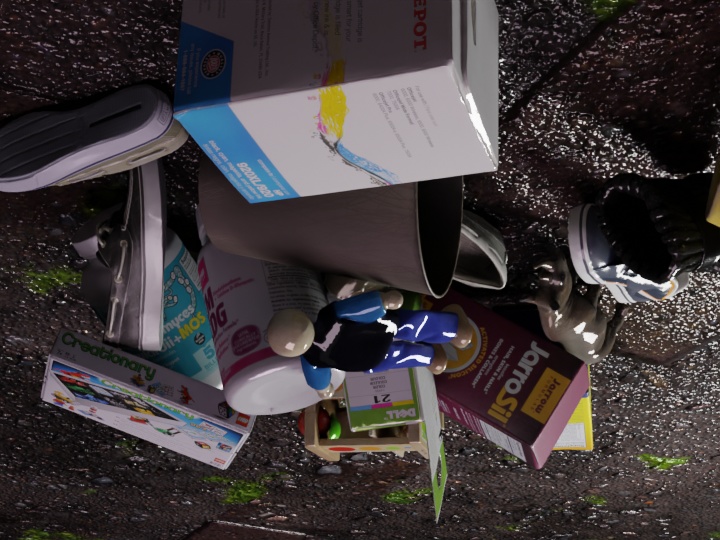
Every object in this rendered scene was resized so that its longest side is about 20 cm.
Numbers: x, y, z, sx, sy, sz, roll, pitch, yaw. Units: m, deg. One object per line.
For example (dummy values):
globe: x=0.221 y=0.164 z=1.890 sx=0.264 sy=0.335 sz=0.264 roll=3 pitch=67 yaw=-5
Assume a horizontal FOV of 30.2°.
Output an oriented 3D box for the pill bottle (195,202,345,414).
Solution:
pill bottle: x=-0.090 y=0.022 z=1.243 sx=0.113 sy=0.201 sz=0.114 roll=-12 pitch=153 yaw=-6

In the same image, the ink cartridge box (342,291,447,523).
ink cartridge box: x=0.034 y=0.135 z=1.320 sx=0.075 sy=0.201 sz=0.148 roll=-8 pitch=-171 yaw=8

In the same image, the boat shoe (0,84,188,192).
boat shoe: x=-0.243 y=-0.103 z=1.161 sx=0.199 sy=0.072 sz=0.062 roll=-12 pitch=149 yaw=21

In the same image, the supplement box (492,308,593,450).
supplement box: x=0.217 y=0.132 z=1.577 sx=0.108 sy=0.110 sz=0.200 roll=-3 pitch=153 yaw=10

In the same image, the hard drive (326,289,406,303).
hard drive: x=-0.052 y=0.055 z=1.464 sx=0.199 sy=0.026 sz=0.132 roll=-2 pitch=160 yaw=-36

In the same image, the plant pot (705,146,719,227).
plant pot: x=0.382 y=-0.080 z=1.053 sx=0.188 sy=0.202 sz=0.201 roll=15 pitch=156 yaw=11

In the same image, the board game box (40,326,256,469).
board game box: x=-0.206 y=0.127 z=1.283 sx=0.199 sy=0.035 sz=0.126 roll=23 pitch=151 yaw=-7

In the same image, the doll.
doll: x=0.002 y=0.062 z=1.146 sx=0.199 sy=0.049 sz=0.137 roll=6 pitch=134 yaw=-43

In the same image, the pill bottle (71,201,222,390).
pill bottle: x=-0.204 y=0.032 z=1.329 sx=0.110 sy=0.111 sz=0.201 roll=-17 pitch=115 yaw=35

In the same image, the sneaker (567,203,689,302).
sneaker: x=0.265 y=-0.019 z=1.299 sx=0.079 sy=0.079 sz=0.200 roll=-7 pitch=165 yaw=27

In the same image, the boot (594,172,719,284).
boot: x=0.314 y=-0.016 z=1.141 sx=0.211 sy=0.080 sz=0.157 roll=34 pitch=-155 yaw=33

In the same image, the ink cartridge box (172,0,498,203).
ink cartridge box: x=-0.010 y=-0.153 z=0.953 sx=0.199 sy=0.148 sz=0.145 roll=-6 pitch=154 yaw=18

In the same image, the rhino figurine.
rhino figurine: x=0.220 y=0.037 z=1.389 sx=0.060 sy=0.088 sz=0.200 roll=23 pitch=169 yaw=36

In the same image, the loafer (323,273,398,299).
loafer: x=0.000 y=0.000 z=1.295 sx=0.075 sy=0.070 sz=0.200 roll=36 pitch=-176 yaw=12

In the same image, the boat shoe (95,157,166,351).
boat shoe: x=-0.210 y=-0.021 z=1.218 sx=0.063 sy=0.201 sz=0.071 roll=2 pitch=-164 yaw=-6

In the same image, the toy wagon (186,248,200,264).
toy wagon: x=-0.168 y=0.018 z=1.446 sx=0.154 sy=0.040 sz=0.200 roll=11 pitch=152 yaw=-20

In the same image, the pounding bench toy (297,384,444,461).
pounding bench toy: x=0.014 y=0.170 z=1.646 sx=0.155 sy=0.125 sz=0.200 roll=-4 pitch=163 yaw=12

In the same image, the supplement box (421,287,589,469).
supplement box: x=0.132 y=0.108 z=1.428 sx=0.199 sy=0.111 sz=0.086 roll=29 pitch=166 yaw=23

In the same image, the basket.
basket: x=-0.025 y=-0.071 z=1.135 sx=0.199 sy=0.182 sz=0.136 roll=2 pitch=-173 yaw=20

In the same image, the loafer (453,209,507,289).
loafer: x=0.070 y=-0.035 z=1.272 sx=0.199 sy=0.070 sz=0.070 roll=20 pitch=127 yaw=-37
